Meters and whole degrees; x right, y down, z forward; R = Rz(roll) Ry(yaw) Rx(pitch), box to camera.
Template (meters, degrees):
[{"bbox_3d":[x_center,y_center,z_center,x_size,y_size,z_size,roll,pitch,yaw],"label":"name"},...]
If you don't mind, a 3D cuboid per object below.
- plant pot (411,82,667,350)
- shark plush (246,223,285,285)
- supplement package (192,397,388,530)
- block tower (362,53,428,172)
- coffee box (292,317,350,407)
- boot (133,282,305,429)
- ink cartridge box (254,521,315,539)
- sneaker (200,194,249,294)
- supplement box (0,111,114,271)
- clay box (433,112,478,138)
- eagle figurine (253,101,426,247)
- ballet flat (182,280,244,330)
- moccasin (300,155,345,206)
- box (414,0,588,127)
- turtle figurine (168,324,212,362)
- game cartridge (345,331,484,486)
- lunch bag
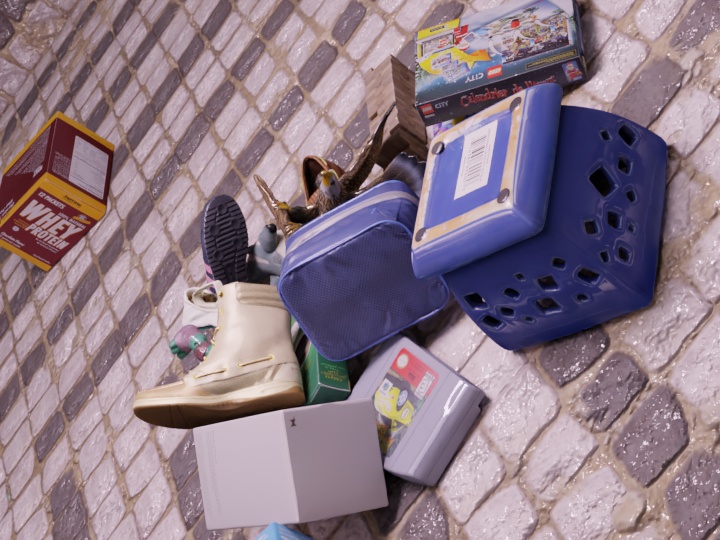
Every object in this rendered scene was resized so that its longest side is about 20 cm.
[{"bbox_3d":[0.170,-0.060,1.405,0.200,0.179,0.201,-24,45,46],"label":"plant pot"},{"bbox_3d":[-0.128,-0.003,1.922,0.199,0.091,0.084,-24,75,39],"label":"shark plush"},{"bbox_3d":[-0.080,0.215,1.541,0.200,0.121,0.121,-19,77,54],"label":"supplement package"},{"bbox_3d":[0.046,-0.202,1.845,0.058,0.054,0.201,-41,35,27],"label":"block tower"},{"bbox_3d":[-0.060,0.110,1.705,0.201,0.044,0.123,-98,30,-49],"label":"coffee box"},{"bbox_3d":[-0.169,0.097,1.647,0.199,0.073,0.156,-10,62,5],"label":"boot"},{"bbox_3d":[-0.066,0.383,1.413,0.129,0.125,0.200,-47,31,20],"label":"ink cartridge box"},{"bbox_3d":[-0.191,-0.007,1.923,0.082,0.070,0.201,16,115,60],"label":"sneaker"},{"bbox_3d":[-0.585,-0.150,2.671,0.197,0.132,0.201,-39,35,30],"label":"supplement box"},{"bbox_3d":[0.142,-0.174,1.681,0.115,0.048,0.201,-36,36,33],"label":"clay box"},{"bbox_3d":[-0.012,-0.094,1.707,0.199,0.152,0.151,-26,5,-2],"label":"eagle figurine"},{"bbox_3d":[-0.174,0.046,1.825,0.199,0.069,0.070,-2,61,52],"label":"ballet flat"},{"bbox_3d":[-0.040,-0.086,1.844,0.074,0.078,0.202,-40,36,24],"label":"moccasin"},{"bbox_3d":[0.161,-0.253,1.651,0.199,0.038,0.137,-15,46,18],"label":"box"},{"bbox_3d":[-0.154,0.138,1.754,0.101,0.150,0.200,-45,40,-5],"label":"turtle figurine"},{"bbox_3d":[0.050,0.152,1.540,0.134,0.041,0.200,-62,29,3],"label":"game cartridge"},{"bbox_3d":[0.000,0.000,1.612,0.199,0.136,0.132,-26,22,16],"label":"lunch bag"}]
